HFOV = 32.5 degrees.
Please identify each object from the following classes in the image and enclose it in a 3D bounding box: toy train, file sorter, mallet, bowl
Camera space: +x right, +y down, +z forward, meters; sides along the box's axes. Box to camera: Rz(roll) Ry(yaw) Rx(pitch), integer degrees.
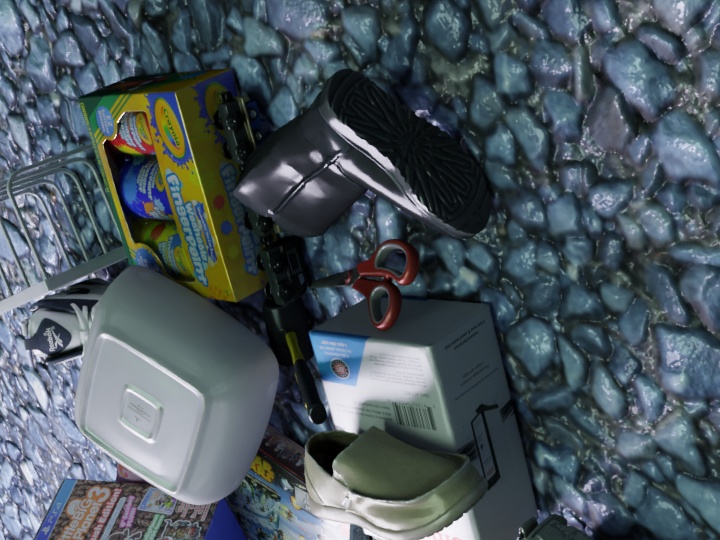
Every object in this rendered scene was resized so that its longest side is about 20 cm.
[{"bbox_3d":[-0.085,-0.066,1.106,0.034,0.046,0.202,10,121,53],"label":"toy train"},{"bbox_3d":[-0.342,-0.039,1.331,0.199,0.138,0.126,-19,96,51],"label":"file sorter"},{"bbox_3d":[-0.052,0.091,1.094,0.200,0.041,0.066,-115,10,-60],"label":"mallet"},{"bbox_3d":[-0.188,0.121,1.173,0.199,0.075,0.201,30,122,14],"label":"bowl"}]

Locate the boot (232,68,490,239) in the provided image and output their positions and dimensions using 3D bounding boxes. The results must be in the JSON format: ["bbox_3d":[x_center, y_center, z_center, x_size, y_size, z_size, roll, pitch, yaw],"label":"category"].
[{"bbox_3d":[-0.005,-0.062,0.998,0.165,0.066,0.200,43,148,-8],"label":"boot"}]

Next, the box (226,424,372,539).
[{"bbox_3d":[-0.071,0.244,1.281,0.199,0.040,0.138,29,133,33],"label":"box"}]

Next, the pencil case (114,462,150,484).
[{"bbox_3d":[-0.228,0.186,1.343,0.087,0.087,0.201,40,141,24],"label":"pencil case"}]

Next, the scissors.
[{"bbox_3d":[0.000,0.000,1.054,0.200,0.014,0.074,25,100,67],"label":"scissors"}]

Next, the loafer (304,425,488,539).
[{"bbox_3d":[0.015,0.163,0.975,0.199,0.076,0.069,-9,112,49],"label":"loafer"}]

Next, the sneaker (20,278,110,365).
[{"bbox_3d":[-0.283,0.065,1.302,0.198,0.129,0.080,20,122,40],"label":"sneaker"}]

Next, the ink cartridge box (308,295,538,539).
[{"bbox_3d":[0.054,0.132,1.041,0.145,0.084,0.202,4,116,45],"label":"ink cartridge box"}]

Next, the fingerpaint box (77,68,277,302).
[{"bbox_3d":[-0.170,-0.080,1.166,0.166,0.073,0.202,6,117,46],"label":"fingerpaint box"}]

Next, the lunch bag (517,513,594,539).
[{"bbox_3d":[0.187,0.303,0.956,0.199,0.139,0.169,36,136,26],"label":"lunch bag"}]

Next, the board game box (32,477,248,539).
[{"bbox_3d":[-0.226,0.316,1.332,0.198,0.097,0.160,1,135,21],"label":"board game box"}]
